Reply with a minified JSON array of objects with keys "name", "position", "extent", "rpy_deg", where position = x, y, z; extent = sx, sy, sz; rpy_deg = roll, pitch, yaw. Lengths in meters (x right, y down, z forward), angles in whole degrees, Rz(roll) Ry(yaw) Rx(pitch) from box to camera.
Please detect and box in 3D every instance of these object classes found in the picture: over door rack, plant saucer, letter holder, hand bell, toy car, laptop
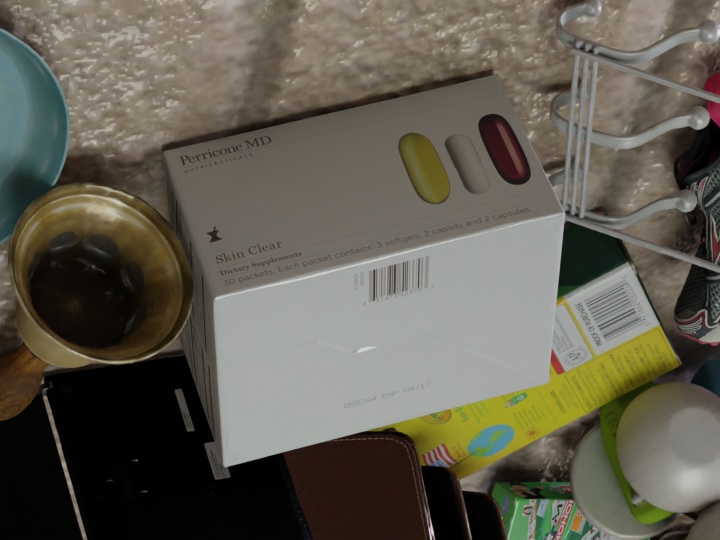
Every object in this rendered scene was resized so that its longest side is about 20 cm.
[{"name":"over door rack","position":[0.197,-0.058,1.398],"extent":[0.067,0.199,0.148],"rpy_deg":[-44,151,-31]},{"name":"plant saucer","position":[-0.248,-0.065,1.279],"extent":[0.199,0.028,0.201],"rpy_deg":[-14,142,-12]},{"name":"letter holder","position":[-0.019,0.170,1.579],"extent":[0.199,0.143,0.100],"rpy_deg":[-12,180,30]},{"name":"hand bell","position":[-0.177,0.043,1.394],"extent":[0.103,0.105,0.200],"rpy_deg":[2,154,-28]},{"name":"toy car","position":[0.240,0.147,1.641],"extent":[0.149,0.201,0.175],"rpy_deg":[-28,171,-17]},{"name":"laptop","position":[-0.143,0.155,1.465],"extent":[0.198,0.178,0.104],"rpy_deg":[-8,140,-18]}]

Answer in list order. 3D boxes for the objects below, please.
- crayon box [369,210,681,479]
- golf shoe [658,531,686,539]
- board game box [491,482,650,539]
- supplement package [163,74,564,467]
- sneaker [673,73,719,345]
[{"name":"crayon box","position":[0.090,0.056,1.569],"extent":[0.199,0.051,0.127],"rpy_deg":[-27,142,4]},{"name":"golf shoe","position":[0.215,0.236,1.840],"extent":[0.199,0.077,0.089],"rpy_deg":[-24,124,-5]},{"name":"board game box","position":[0.128,0.245,1.749],"extent":[0.134,0.029,0.202],"rpy_deg":[4,107,-35]},{"name":"supplement package","position":[0.000,0.000,1.410],"extent":[0.198,0.111,0.156],"rpy_deg":[-14,142,-12]},{"name":"sneaker","position":[0.221,-0.042,1.509],"extent":[0.074,0.081,0.201],"rpy_deg":[6,129,-8]}]
